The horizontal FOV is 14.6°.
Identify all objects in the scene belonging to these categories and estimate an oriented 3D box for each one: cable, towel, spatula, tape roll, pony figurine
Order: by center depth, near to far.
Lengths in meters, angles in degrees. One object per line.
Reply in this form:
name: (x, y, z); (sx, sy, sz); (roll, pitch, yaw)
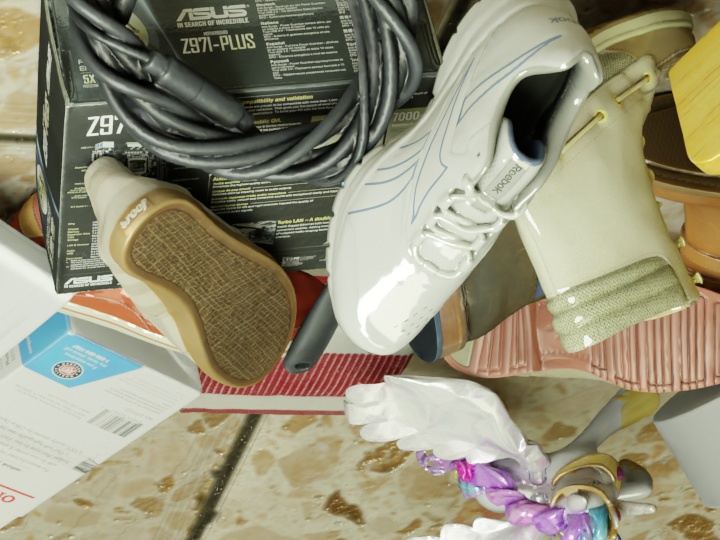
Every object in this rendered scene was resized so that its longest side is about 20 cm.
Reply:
cable: (-0.058, -0.126, 1.367); (0.163, 0.051, 0.201); (-25, 108, -10)
spatula: (0.000, 0.000, 1.525); (0.056, 0.021, 0.200); (3, 146, -25)
towel: (-0.021, 0.026, 1.709); (0.144, 0.023, 0.200); (3, 143, -24)
tape roll: (0.282, 0.067, 1.737); (0.200, 0.066, 0.200); (-32, -179, 1)
pony figurine: (0.095, 0.129, 1.744); (0.192, 0.200, 0.167); (-4, 103, 12)

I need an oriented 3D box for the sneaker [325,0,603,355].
sneaker: (0.048, -0.045, 1.361); (0.074, 0.087, 0.200); (23, 103, -24)

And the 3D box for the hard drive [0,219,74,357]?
hard drive: (-0.272, -0.010, 1.520); (0.200, 0.027, 0.132); (35, 124, -29)

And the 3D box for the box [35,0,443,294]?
box: (-0.069, -0.076, 1.491); (0.199, 0.086, 0.164); (-6, 145, -12)

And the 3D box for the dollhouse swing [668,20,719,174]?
dollhouse swing: (0.288, -0.048, 1.490); (0.182, 0.176, 0.200); (-44, 138, 11)

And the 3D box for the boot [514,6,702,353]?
boot: (0.138, -0.050, 1.488); (0.072, 0.155, 0.200); (-28, 180, 43)

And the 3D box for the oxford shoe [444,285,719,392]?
oxford shoe: (0.151, 0.036, 1.716); (0.199, 0.071, 0.074); (5, -179, 17)

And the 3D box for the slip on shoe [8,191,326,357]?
slip on shoe: (-0.105, 0.001, 1.585); (0.199, 0.074, 0.061); (15, 132, -13)

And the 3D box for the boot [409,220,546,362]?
boot: (0.069, -0.045, 1.606); (0.097, 0.075, 0.201); (-20, 135, -23)

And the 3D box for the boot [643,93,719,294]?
boot: (0.210, -0.035, 1.672); (0.199, 0.077, 0.155); (-4, 149, -26)

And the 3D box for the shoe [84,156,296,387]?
shoe: (-0.089, -0.001, 1.477); (0.070, 0.053, 0.200); (-48, 148, -8)

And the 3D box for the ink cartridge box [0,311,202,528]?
ink cartridge box: (-0.208, 0.079, 1.677); (0.200, 0.067, 0.116); (-34, 141, 25)
